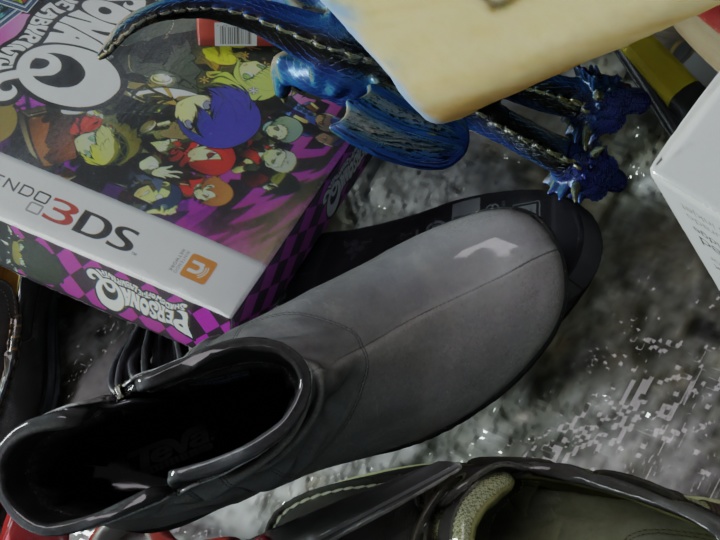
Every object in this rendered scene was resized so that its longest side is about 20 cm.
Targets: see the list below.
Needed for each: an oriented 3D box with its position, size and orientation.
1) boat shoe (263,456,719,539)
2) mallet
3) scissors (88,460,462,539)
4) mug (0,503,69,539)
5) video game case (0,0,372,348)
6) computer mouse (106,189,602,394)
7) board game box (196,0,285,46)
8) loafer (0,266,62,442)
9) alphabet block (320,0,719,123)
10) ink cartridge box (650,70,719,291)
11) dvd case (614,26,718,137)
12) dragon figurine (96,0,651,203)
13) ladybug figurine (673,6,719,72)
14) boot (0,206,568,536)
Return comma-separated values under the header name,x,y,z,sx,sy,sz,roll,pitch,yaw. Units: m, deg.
name,x,y,z,sx,sy,sz,roll,pitch,yaw
boat shoe,0.049,0.096,0.684,0.200,0.066,0.072,1,68,26
mallet,0.112,-0.066,0.741,0.066,0.041,0.201,-31,60,5
scissors,-0.044,0.114,0.712,0.199,0.014,0.074,-14,50,39
mug,-0.183,0.166,0.699,0.199,0.134,0.177,-5,25,47
video game case,-0.083,-0.073,0.788,0.180,0.036,0.200,23,54,15
computer mouse,0.000,0.000,0.776,0.199,0.046,0.141,-14,40,11
board game box,-0.018,-0.170,0.835,0.102,0.020,0.201,1,49,-4
loafer,-0.164,0.018,0.814,0.072,0.072,0.201,4,66,25
alphabet block,0.066,-0.198,0.597,0.199,0.196,0.196,-20,33,46
ink cartridge box,0.190,0.015,0.587,0.145,0.200,0.084,35,84,33
dvd case,0.166,-0.120,0.775,0.142,0.018,0.201,-30,57,6
dragon figurine,0.013,-0.074,0.703,0.099,0.199,0.059,36,110,56
ladybug figurine,0.182,-0.119,0.698,0.135,0.072,0.200,-35,58,-17
boot,-0.015,0.038,0.639,0.199,0.132,0.070,-31,83,-1
